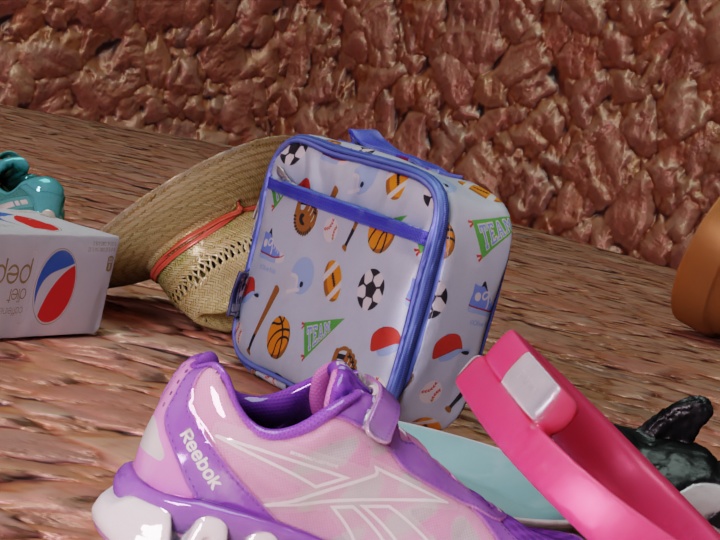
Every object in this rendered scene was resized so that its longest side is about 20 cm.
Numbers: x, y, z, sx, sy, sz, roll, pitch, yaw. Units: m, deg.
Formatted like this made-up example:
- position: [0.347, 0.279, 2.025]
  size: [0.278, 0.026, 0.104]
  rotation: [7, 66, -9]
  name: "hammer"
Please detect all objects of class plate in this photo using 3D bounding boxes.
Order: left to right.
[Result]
- position: [0.020, 0.099, 1.053]
  size: [0.199, 0.026, 0.200]
  rotation: [14, 6, -1]
  name: "plate"

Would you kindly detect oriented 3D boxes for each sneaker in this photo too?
- position: [-0.256, -0.046, 1.578]
  size: [0.077, 0.080, 0.200]
  rotation: [10, 6, -33]
  name: "sneaker"
- position: [0.003, 0.083, 0.838]
  size: [0.199, 0.089, 0.080]
  rotation: [15, 2, -14]
  name: "sneaker"

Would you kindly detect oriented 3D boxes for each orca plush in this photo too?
- position: [0.176, 0.103, 1.145]
  size: [0.199, 0.072, 0.105]
  rotation: [15, 6, 13]
  name: "orca plush"

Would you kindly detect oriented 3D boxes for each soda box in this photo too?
- position: [-0.219, 0.001, 1.273]
  size: [0.068, 0.064, 0.200]
  rotation: [16, 7, 21]
  name: "soda box"

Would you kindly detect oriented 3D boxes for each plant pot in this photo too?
- position: [0.438, 0.002, 2.311]
  size: [0.140, 0.201, 0.200]
  rotation: [34, 15, 27]
  name: "plant pot"

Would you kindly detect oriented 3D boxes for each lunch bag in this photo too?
- position: [0.000, 0.000, 1.301]
  size: [0.075, 0.161, 0.200]
  rotation: [10, 7, -36]
  name: "lunch bag"

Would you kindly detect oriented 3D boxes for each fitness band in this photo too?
- position: [0.108, 0.093, 0.946]
  size: [0.144, 0.037, 0.200]
  rotation: [44, 5, -14]
  name: "fitness band"

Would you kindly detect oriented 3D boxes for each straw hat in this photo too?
- position: [-0.093, -0.006, 1.501]
  size: [0.085, 0.201, 0.201]
  rotation: [58, 18, 11]
  name: "straw hat"
